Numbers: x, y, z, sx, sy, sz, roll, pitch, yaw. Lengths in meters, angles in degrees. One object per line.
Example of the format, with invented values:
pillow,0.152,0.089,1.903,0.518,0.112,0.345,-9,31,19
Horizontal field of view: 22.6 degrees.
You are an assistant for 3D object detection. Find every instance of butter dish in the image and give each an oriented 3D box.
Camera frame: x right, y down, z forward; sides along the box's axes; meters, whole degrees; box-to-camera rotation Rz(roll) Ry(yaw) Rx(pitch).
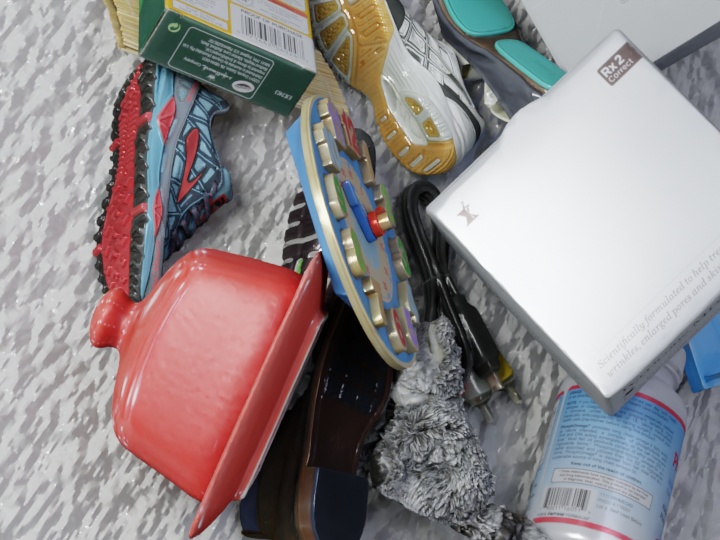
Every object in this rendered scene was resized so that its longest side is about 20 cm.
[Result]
butter dish,-0.114,0.058,1.226,0.147,0.199,0.202,24,92,1

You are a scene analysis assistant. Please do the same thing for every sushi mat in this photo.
sushi mat,-0.102,-0.167,1.384,0.198,0.012,0.096,16,31,-29

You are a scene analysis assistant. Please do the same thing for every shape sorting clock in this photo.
shape sorting clock,0.003,-0.028,1.263,0.200,0.039,0.202,-23,90,-79

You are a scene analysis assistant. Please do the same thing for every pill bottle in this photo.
pill bottle,0.200,0.148,1.441,0.108,0.109,0.202,29,62,-20

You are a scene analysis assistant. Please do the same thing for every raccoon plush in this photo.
raccoon plush,0.084,0.124,1.358,0.199,0.097,0.135,29,90,-17

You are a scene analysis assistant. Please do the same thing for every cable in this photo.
cable,0.059,0.029,1.441,0.096,0.050,0.202,-14,72,-39

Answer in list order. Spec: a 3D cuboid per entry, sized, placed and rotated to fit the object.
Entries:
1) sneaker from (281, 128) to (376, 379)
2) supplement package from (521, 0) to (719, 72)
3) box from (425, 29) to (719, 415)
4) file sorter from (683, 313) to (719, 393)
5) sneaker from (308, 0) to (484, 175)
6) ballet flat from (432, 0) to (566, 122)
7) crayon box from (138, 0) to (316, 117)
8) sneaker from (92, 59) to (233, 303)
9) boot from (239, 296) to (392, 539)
sneaker,0.000,0.000,1.397,0.115,0.075,0.202,24,74,-28
supplement package,0.258,-0.259,1.515,0.148,0.190,0.200,61,29,1
box,0.190,-0.033,1.360,0.199,0.131,0.200,-43,75,1
file sorter,0.355,0.009,1.537,0.199,0.122,0.140,-8,79,-52
sneaker,0.030,-0.175,1.474,0.087,0.075,0.201,-33,96,-50
ballet flat,0.109,-0.175,1.500,0.072,0.074,0.200,-7,42,-32
crayon box,-0.104,-0.216,1.374,0.125,0.052,0.201,21,38,-24
sneaker,-0.134,-0.056,1.322,0.095,0.079,0.202,17,67,-28
boot,-0.038,0.105,1.309,0.074,0.096,0.202,28,64,-39
